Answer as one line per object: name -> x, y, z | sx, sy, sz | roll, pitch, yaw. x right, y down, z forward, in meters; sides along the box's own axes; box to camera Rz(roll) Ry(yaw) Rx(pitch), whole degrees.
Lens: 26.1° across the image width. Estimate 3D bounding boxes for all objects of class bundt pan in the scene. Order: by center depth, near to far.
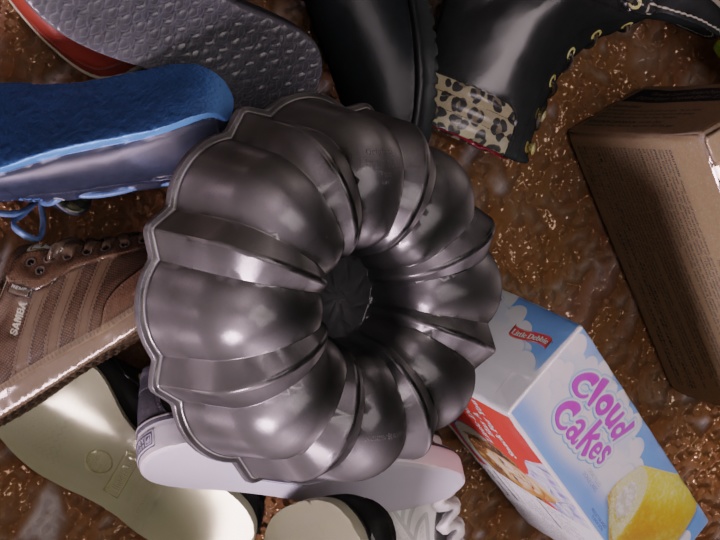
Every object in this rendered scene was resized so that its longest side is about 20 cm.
bundt pan -> -0.008, 0.014, 0.770 | 0.200, 0.075, 0.205 | -6, 100, -35

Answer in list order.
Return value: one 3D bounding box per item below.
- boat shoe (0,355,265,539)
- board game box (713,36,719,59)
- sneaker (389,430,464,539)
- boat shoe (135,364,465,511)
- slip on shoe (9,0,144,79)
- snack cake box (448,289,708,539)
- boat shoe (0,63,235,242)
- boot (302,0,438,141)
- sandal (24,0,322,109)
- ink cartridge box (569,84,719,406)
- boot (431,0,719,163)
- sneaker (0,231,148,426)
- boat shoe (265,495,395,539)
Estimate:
boat shoe -> -0.139, 0.091, 0.887 | 0.201, 0.063, 0.074 | 38, 111, -8
board game box -> 0.325, -0.118, 1.040 | 0.102, 0.047, 0.200 | -52, 124, -10
sneaker -> 0.021, 0.150, 0.953 | 0.080, 0.075, 0.202 | -20, 102, -10
boat shoe -> -0.032, 0.089, 0.869 | 0.198, 0.072, 0.069 | 9, 55, -24
slip on shoe -> -0.182, -0.184, 0.829 | 0.074, 0.061, 0.201 | -30, 105, 16
snack cake box -> 0.114, 0.098, 0.931 | 0.067, 0.115, 0.200 | -47, 129, -12
boat shoe -> -0.157, -0.054, 0.822 | 0.069, 0.197, 0.085 | 67, 29, -47
boot -> -0.044, -0.159, 0.890 | 0.166, 0.076, 0.203 | -3, 91, -24
sandal -> -0.110, -0.140, 0.820 | 0.199, 0.043, 0.076 | 34, 98, -31
ink cartridge box -> 0.230, -0.013, 0.970 | 0.075, 0.164, 0.202 | -29, 105, -17
boot -> 0.128, -0.138, 0.971 | 0.201, 0.073, 0.156 | 18, 93, -23
sneaker -> -0.145, 0.010, 0.807 | 0.199, 0.070, 0.076 | -31, 87, 6
boat shoe -> -0.018, 0.178, 0.878 | 0.062, 0.202, 0.074 | -18, 62, -28
